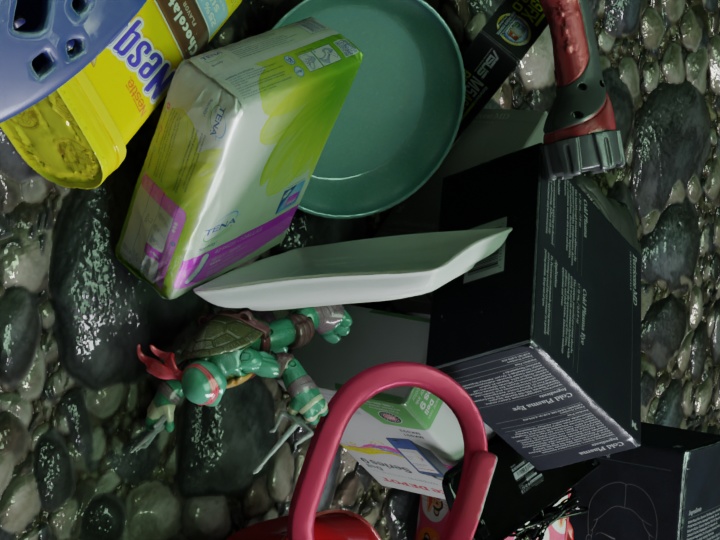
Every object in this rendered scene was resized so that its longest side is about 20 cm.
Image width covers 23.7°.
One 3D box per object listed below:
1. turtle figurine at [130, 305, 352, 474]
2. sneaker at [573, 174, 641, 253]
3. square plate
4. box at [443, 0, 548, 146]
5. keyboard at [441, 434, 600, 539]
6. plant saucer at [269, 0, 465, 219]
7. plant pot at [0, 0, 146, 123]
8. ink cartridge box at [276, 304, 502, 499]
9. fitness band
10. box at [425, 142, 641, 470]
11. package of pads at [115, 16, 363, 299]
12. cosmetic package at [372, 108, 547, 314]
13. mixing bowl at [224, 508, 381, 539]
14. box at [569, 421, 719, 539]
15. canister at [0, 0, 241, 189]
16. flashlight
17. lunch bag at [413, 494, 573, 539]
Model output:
[{"bbox_3d":[-0.092,0.077,1.324,0.200,0.149,0.102,-43,133,-56],"label":"turtle figurine"},{"bbox_3d":[0.249,-0.046,1.810,0.200,0.075,0.091,58,43,-48],"label":"sneaker"},{"bbox_3d":[0.000,0.000,1.324,0.200,0.196,0.029,-26,109,-66],"label":"square plate"},{"bbox_3d":[0.120,-0.194,1.522,0.044,0.200,0.160,38,56,0],"label":"box"},{"bbox_3d":[0.137,0.189,1.499,0.199,0.039,0.105,-26,93,-46],"label":"keyboard"},{"bbox_3d":[-0.009,-0.143,1.421,0.198,0.036,0.202,-9,114,-20],"label":"plant saucer"},{"bbox_3d":[-0.278,-0.173,1.000,0.181,0.199,0.200,-58,137,-20],"label":"plant pot"},{"bbox_3d":[0.043,0.120,1.500,0.200,0.144,0.088,48,60,-45],"label":"ink cartridge box"},{"bbox_3d":[0.023,0.170,1.329,0.037,0.143,0.202,167,-57,-83],"label":"fitness band"},{"bbox_3d":[0.151,0.034,1.440,0.182,0.104,0.201,42,43,-39],"label":"box"},{"bbox_3d":[-0.095,-0.084,1.282,0.154,0.068,0.201,-28,151,-47],"label":"package of pads"},{"bbox_3d":[0.103,-0.055,1.580,0.201,0.106,0.090,-60,135,-29],"label":"cosmetic package"},{"bbox_3d":[-0.073,0.286,1.409,0.199,0.108,0.202,-12,105,-50],"label":"mixing bowl"},{"bbox_3d":[0.259,0.258,1.754,0.124,0.199,0.199,-6,102,-56],"label":"box"},{"bbox_3d":[-0.179,-0.180,1.212,0.201,0.086,0.149,-56,135,-32],"label":"canister"},{"bbox_3d":[0.165,-0.176,1.390,0.068,0.067,0.202,-24,102,-86],"label":"flashlight"},{"bbox_3d":[0.137,0.276,1.665,0.175,0.082,0.202,2,99,-33],"label":"lunch bag"}]
